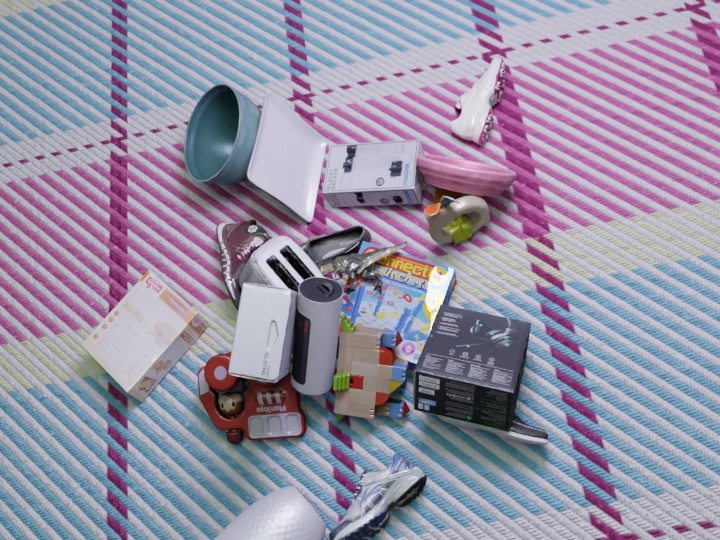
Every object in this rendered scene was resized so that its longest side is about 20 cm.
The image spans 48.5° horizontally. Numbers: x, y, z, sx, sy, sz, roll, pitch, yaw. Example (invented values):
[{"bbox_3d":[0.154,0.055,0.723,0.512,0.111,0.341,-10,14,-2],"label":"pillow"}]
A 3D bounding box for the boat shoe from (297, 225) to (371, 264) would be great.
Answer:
[{"bbox_3d":[-0.073,-0.045,1.600,0.196,0.057,0.068,-19,64,3],"label":"boat shoe"}]

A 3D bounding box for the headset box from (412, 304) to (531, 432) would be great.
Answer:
[{"bbox_3d":[0.198,0.160,1.398,0.170,0.094,0.201,10,38,15],"label":"headset box"}]

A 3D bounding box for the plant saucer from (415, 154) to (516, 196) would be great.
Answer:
[{"bbox_3d":[0.201,-0.183,1.549,0.196,0.200,0.052,14,103,16],"label":"plant saucer"}]

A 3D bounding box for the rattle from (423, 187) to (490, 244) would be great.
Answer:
[{"bbox_3d":[0.159,-0.140,1.513,0.128,0.198,0.146,-19,68,33],"label":"rattle"}]

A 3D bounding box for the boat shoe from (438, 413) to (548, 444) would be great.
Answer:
[{"bbox_3d":[0.236,0.257,1.403,0.196,0.074,0.062,11,74,25],"label":"boat shoe"}]

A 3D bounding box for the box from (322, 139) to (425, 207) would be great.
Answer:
[{"bbox_3d":[0.028,-0.196,1.630,0.195,0.060,0.119,0,66,20],"label":"box"}]

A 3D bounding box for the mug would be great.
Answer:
[{"bbox_3d":[-0.131,0.480,1.347,0.175,0.148,0.201,-41,85,-15],"label":"mug"}]

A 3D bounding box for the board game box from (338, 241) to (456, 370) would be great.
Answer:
[{"bbox_3d":[0.061,0.067,1.525,0.196,0.056,0.199,16,71,18],"label":"board game box"}]

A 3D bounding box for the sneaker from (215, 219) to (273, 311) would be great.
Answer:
[{"bbox_3d":[-0.221,-0.022,1.613,0.113,0.076,0.204,-16,64,1],"label":"sneaker"}]

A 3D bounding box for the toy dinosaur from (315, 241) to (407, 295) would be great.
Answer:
[{"bbox_3d":[0.000,0.000,1.512,0.195,0.048,0.090,-14,57,4],"label":"toy dinosaur"}]

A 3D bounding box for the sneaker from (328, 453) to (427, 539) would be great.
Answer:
[{"bbox_3d":[0.020,0.398,1.391,0.198,0.078,0.085,-36,55,-13],"label":"sneaker"}]

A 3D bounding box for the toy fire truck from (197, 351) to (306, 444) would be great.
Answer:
[{"bbox_3d":[-0.204,0.234,1.487,0.195,0.112,0.172,-6,87,6],"label":"toy fire truck"}]

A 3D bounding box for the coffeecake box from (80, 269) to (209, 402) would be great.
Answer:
[{"bbox_3d":[-0.426,0.127,1.588,0.153,0.073,0.201,36,78,23],"label":"coffeecake box"}]

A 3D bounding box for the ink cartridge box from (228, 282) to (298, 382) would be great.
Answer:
[{"bbox_3d":[-0.156,0.101,1.332,0.081,0.200,0.149,9,86,1],"label":"ink cartridge box"}]

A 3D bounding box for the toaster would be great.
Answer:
[{"bbox_3d":[-0.140,0.033,1.516,0.113,0.130,0.201,-35,78,-28],"label":"toaster"}]

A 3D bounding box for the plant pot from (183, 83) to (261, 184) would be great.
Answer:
[{"bbox_3d":[-0.259,-0.269,1.671,0.198,0.133,0.205,-14,70,44],"label":"plant pot"}]

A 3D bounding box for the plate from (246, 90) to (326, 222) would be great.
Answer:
[{"bbox_3d":[-0.153,-0.227,1.633,0.032,0.199,0.204,-8,62,36],"label":"plate"}]

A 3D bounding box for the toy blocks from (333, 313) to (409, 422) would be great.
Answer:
[{"bbox_3d":[0.027,0.184,1.436,0.133,0.100,0.205,6,101,9],"label":"toy blocks"}]

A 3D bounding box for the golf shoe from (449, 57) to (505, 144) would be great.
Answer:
[{"bbox_3d":[0.246,-0.362,1.666,0.090,0.076,0.203,13,69,20],"label":"golf shoe"}]

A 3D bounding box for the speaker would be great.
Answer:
[{"bbox_3d":[-0.077,0.115,1.399,0.079,0.204,0.082,6,31,-4],"label":"speaker"}]
